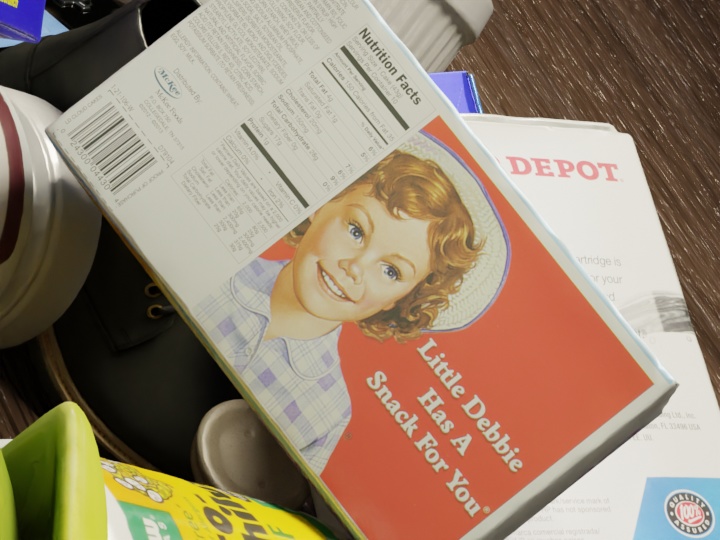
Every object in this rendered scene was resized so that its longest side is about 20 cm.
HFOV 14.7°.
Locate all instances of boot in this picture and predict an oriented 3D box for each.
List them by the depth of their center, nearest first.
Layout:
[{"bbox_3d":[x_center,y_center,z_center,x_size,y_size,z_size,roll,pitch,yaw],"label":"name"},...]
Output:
[{"bbox_3d":[-0.068,-0.005,1.050,0.200,0.138,0.077,56,47,-11],"label":"boot"}]

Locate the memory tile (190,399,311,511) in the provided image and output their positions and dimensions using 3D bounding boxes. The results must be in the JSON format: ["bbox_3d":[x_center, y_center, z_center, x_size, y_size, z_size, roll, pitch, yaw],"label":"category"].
[{"bbox_3d":[0.020,0.140,1.043,0.153,0.017,0.201,3,58,-33],"label":"memory tile"}]

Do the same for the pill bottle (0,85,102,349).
[{"bbox_3d":[-0.184,-0.031,0.946,0.114,0.114,0.200,55,20,26],"label":"pill bottle"}]

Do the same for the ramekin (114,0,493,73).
[{"bbox_3d":[-0.044,-0.141,1.404,0.200,0.105,0.200,33,-3,2],"label":"ramekin"}]

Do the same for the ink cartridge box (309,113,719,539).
[{"bbox_3d":[0.053,0.047,1.060,0.144,0.084,0.201,2,60,-32],"label":"ink cartridge box"}]

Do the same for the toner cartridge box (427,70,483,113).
[{"bbox_3d":[-0.032,-0.029,1.197,0.199,0.043,0.096,-6,75,-31],"label":"toner cartridge box"}]

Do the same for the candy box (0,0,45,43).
[{"bbox_3d":[-0.220,-0.134,0.937,0.199,0.078,0.169,8,-2,12],"label":"candy box"}]

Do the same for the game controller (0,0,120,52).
[{"bbox_3d":[-0.176,-0.099,1.139,0.199,0.042,0.104,-13,53,-50],"label":"game controller"}]

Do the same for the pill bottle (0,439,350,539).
[{"bbox_3d":[-0.087,0.113,0.858,0.200,0.113,0.113,21,30,-51],"label":"pill bottle"}]

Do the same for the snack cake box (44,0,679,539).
[{"bbox_3d":[0.000,0.000,0.942,0.200,0.115,0.067,52,-5,9],"label":"snack cake box"}]

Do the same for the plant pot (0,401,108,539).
[{"bbox_3d":[-0.166,0.085,0.631,0.181,0.200,0.199,44,17,-24],"label":"plant pot"}]
